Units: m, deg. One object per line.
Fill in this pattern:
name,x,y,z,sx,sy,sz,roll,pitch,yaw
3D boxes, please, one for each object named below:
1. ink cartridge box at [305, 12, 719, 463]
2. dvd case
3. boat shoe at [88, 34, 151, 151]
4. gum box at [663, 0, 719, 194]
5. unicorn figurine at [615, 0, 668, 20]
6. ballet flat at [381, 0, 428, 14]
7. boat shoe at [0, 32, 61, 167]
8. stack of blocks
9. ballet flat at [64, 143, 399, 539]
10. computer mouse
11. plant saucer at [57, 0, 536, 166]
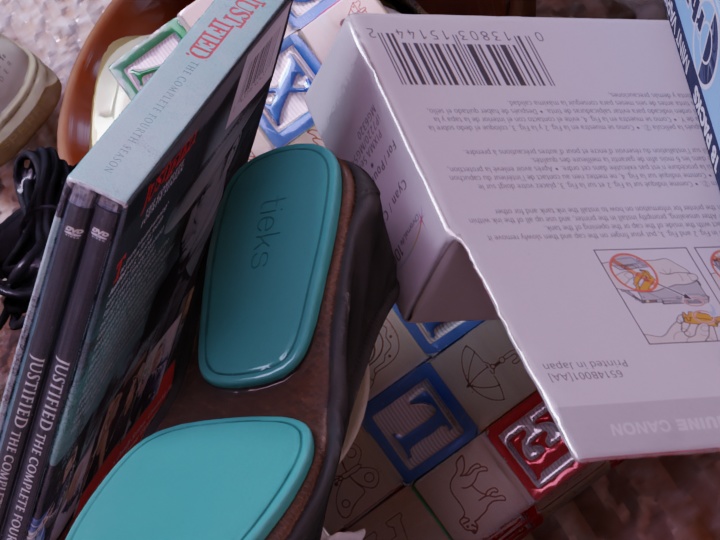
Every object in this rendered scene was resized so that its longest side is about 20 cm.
ink cartridge box,0.103,-0.004,0.892,0.045,0.200,0.176,-61,42,41
dvd case,-0.074,0.024,0.852,0.022,0.200,0.146,24,34,5
boat shoe,-0.057,0.004,1.023,0.066,0.072,0.201,-15,65,29
gum box,0.202,-0.075,0.916,0.199,0.045,0.170,0,46,-9
unicorn figurine,0.094,-0.131,1.070,0.137,0.074,0.200,-11,61,-24
ballet flat,0.000,-0.075,1.043,0.068,0.067,0.200,-38,45,-2
boat shoe,-0.195,-0.099,1.213,0.074,0.066,0.200,-52,36,-13
stack of blocks,0.000,0.000,0.957,0.115,0.059,0.200,-36,78,-1
ballet flat,-0.026,0.052,0.790,0.068,0.068,0.200,-4,43,28
computer mouse,-0.172,0.031,1.081,0.200,0.046,0.141,-48,14,22
plant saucer,-0.024,-0.076,1.129,0.200,0.032,0.201,-16,48,18
